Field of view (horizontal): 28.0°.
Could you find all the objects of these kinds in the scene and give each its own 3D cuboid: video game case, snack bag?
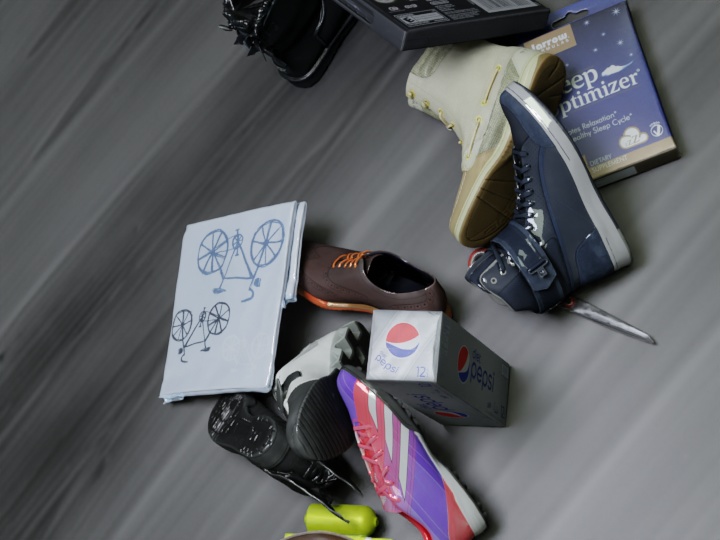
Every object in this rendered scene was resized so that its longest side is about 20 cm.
[{"bbox_3d":[0.060,-0.279,1.434,0.181,0.199,0.026,42,132,35],"label":"video game case"},{"bbox_3d":[-0.131,0.035,1.473,0.187,0.021,0.202,-10,67,45],"label":"snack bag"}]

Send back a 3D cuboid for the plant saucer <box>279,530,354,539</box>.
[{"bbox_3d":[-0.039,0.342,1.320,0.198,0.032,0.203,-8,70,24],"label":"plant saucer"}]

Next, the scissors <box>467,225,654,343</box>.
[{"bbox_3d":[0.186,0.031,1.380,0.073,0.014,0.200,-47,63,0],"label":"scissors"}]

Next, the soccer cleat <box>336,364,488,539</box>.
[{"bbox_3d":[0.033,0.177,1.325,0.073,0.068,0.201,-39,93,-10],"label":"soccer cleat"}]

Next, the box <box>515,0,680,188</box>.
[{"bbox_3d":[0.226,-0.182,1.420,0.120,0.032,0.202,-21,65,16],"label":"box"}]

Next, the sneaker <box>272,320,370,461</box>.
[{"bbox_3d":[-0.048,0.125,1.372,0.088,0.200,0.075,-19,108,22],"label":"sneaker"}]

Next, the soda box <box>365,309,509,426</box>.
[{"bbox_3d":[0.073,0.091,1.301,0.068,0.200,0.064,0,73,24],"label":"soda box"}]

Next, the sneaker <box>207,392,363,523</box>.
[{"bbox_3d":[-0.076,0.178,1.409,0.060,0.104,0.199,-57,25,-5],"label":"sneaker"}]

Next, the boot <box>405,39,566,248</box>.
[{"bbox_3d":[0.103,-0.136,1.430,0.154,0.072,0.202,27,98,40],"label":"boot"}]

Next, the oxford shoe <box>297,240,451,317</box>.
[{"bbox_3d":[0.000,0.000,1.423,0.198,0.073,0.071,18,54,24],"label":"oxford shoe"}]

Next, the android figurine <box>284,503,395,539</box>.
[{"bbox_3d":[-0.018,0.313,1.360,0.198,0.041,0.184,0,73,25],"label":"android figurine"}]

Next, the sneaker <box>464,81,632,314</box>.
[{"bbox_3d":[0.144,-0.057,1.334,0.145,0.077,0.204,-30,98,-1],"label":"sneaker"}]

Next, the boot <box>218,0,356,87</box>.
[{"bbox_3d":[-0.061,-0.299,1.506,0.073,0.162,0.200,25,84,27],"label":"boot"}]
